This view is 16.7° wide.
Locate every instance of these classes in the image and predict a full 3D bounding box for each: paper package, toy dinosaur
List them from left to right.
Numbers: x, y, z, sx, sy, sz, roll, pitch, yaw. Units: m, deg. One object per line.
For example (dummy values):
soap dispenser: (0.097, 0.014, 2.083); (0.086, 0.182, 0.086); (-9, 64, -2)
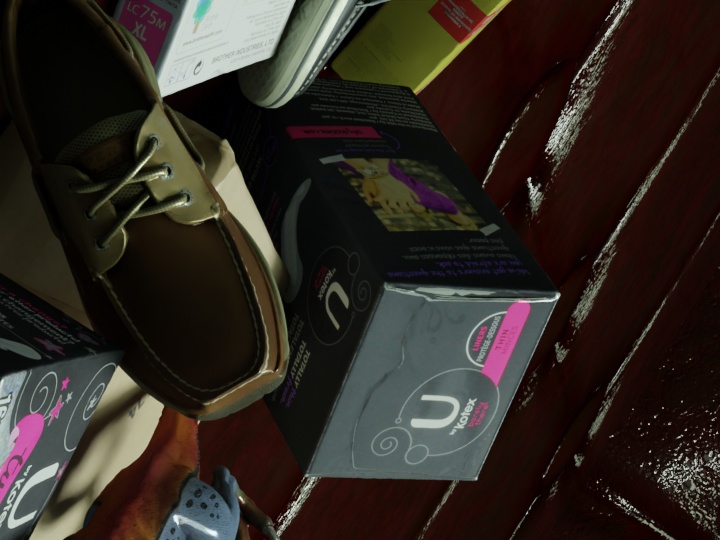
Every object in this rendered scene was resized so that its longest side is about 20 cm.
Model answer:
paper package: (-0.133, 0.034, 1.120); (0.200, 0.103, 0.191); (-57, 165, -11)
toy dinosaur: (-0.109, 0.113, 1.017); (0.181, 0.105, 0.201); (27, 54, -72)

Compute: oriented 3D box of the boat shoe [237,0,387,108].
boat shoe: (0.006, -0.164, 1.222); (0.062, 0.075, 0.200); (33, 84, -33)

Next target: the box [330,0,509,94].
box: (0.061, -0.160, 1.338); (0.075, 0.050, 0.200); (-45, -178, -38)

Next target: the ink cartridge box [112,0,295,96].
ink cartridge box: (-0.046, -0.179, 1.108); (0.119, 0.042, 0.200); (-30, 149, -60)

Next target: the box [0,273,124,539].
box: (-0.202, 0.089, 0.942); (0.200, 0.132, 0.115); (-63, 166, 13)

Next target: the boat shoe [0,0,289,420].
boat shoe: (-0.097, -0.032, 0.972); (0.076, 0.200, 0.074); (-31, 155, -2)

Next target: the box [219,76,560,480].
box: (0.000, 0.000, 1.258); (0.106, 0.200, 0.123); (4, 124, -29)
